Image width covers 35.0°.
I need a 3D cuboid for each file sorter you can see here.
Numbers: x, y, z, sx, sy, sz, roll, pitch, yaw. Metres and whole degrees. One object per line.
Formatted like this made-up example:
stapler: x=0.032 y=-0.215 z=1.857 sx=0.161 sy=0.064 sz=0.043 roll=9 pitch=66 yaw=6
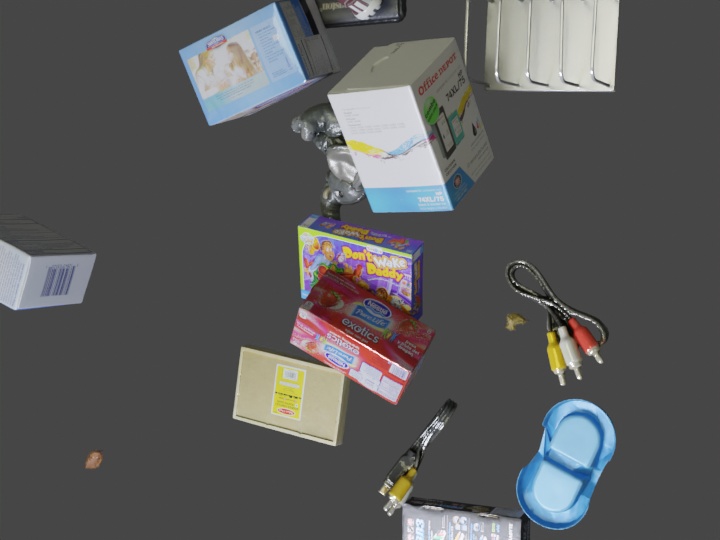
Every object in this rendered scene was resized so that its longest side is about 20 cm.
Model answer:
file sorter: x=0.259 y=-0.332 z=1.636 sx=0.198 sy=0.124 sz=0.140 roll=4 pitch=95 yaw=24

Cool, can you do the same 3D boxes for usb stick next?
usb stick: x=-0.019 y=-0.414 z=1.811 sx=0.198 sy=0.033 sz=0.056 roll=1 pitch=94 yaw=25

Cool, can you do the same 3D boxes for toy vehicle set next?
toy vehicle set: x=-0.115 y=0.205 z=1.893 sx=0.198 sy=0.026 sz=0.125 roll=12 pitch=98 yaw=24

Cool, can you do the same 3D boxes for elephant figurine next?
elephant figurine: x=-0.012 y=-0.171 z=1.785 sx=0.141 sy=0.155 sz=0.201 roll=-25 pitch=94 yaw=-19

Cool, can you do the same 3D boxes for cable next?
cable: x=0.289 y=0.061 z=1.676 sx=0.097 sy=0.050 sz=0.201 roll=-32 pitch=80 yaw=17
cable: x=0.095 y=0.291 z=1.786 sx=0.050 sy=0.097 sz=0.200 roll=39 pitch=88 yaw=7

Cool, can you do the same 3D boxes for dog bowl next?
dog bowl: x=0.309 y=0.282 z=1.688 sx=0.111 sy=0.049 sz=0.201 roll=27 pitch=104 yaw=21

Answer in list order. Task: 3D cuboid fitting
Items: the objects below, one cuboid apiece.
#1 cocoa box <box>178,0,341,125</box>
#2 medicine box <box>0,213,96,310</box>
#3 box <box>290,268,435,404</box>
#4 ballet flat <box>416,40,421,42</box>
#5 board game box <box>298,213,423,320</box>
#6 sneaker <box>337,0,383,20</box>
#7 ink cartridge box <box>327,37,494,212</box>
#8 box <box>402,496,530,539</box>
cocoa box: x=-0.158 y=-0.331 z=1.806 sx=0.199 sy=0.131 sz=0.134 roll=-19 pitch=97 yaw=29
medicine box: x=-0.608 y=-0.020 z=2.024 sx=0.199 sy=0.182 sz=0.104 roll=24 pitch=102 yaw=22
box: x=0.002 y=0.102 z=1.757 sx=0.199 sy=0.096 sz=0.100 roll=29 pitch=141 yaw=8
ballet flat: x=0.103 y=-0.254 z=1.746 sx=0.071 sy=0.072 sz=0.202 roll=-18 pitch=86 yaw=24
board game box: x=0.000 y=0.000 z=1.789 sx=0.198 sy=0.045 sz=0.135 roll=14 pitch=125 yaw=24
sneaker: x=-0.045 y=-0.479 z=1.752 sx=0.076 sy=0.115 sz=0.201 roll=-45 pitch=56 yaw=23
ink cartridge box: x=0.075 y=-0.207 z=1.637 sx=0.145 sy=0.147 sz=0.201 roll=1 pitch=127 yaw=37
box: x=0.161 y=0.463 z=1.768 sx=0.197 sy=0.050 sz=0.202 roll=2 pitch=94 yaw=26
